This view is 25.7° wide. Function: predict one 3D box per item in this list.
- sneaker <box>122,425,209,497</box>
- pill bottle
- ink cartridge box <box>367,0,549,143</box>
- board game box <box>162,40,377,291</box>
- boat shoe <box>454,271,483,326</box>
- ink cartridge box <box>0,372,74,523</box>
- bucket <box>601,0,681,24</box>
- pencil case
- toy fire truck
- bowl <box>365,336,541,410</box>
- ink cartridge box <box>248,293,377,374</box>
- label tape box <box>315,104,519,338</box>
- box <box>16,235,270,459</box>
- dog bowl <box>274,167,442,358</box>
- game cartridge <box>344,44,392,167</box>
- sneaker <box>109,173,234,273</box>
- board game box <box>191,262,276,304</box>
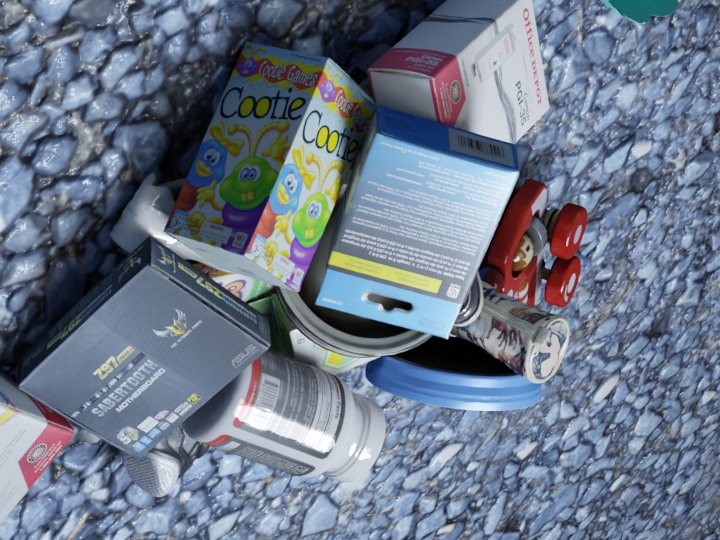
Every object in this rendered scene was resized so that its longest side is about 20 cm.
[{"bbox_3d":[-0.202,0.137,1.685,0.114,0.075,0.200,-35,136,-42],"label":"sneaker"},{"bbox_3d":[-0.079,0.150,1.645,0.200,0.116,0.116,25,105,-34],"label":"pill bottle"},{"bbox_3d":[0.104,-0.185,1.602,0.200,0.083,0.147,-45,133,-39],"label":"ink cartridge box"},{"bbox_3d":[-0.084,-0.099,1.488,0.103,0.105,0.200,37,72,-55],"label":"board game box"},{"bbox_3d":[0.065,-0.027,1.697,0.073,0.200,0.063,-35,152,17],"label":"boat shoe"},{"bbox_3d":[-0.392,0.159,1.484,0.146,0.083,0.200,-49,146,4],"label":"ink cartridge box"},{"bbox_3d":[0.282,-0.373,1.640,0.207,0.135,0.207,-28,140,-26],"label":"bucket"},{"bbox_3d":[0.142,0.051,1.742,0.078,0.200,0.089,-57,142,-5],"label":"pencil case"},{"bbox_3d":[0.186,0.000,1.878,0.168,0.112,0.200,-55,155,-39],"label":"toy fire truck"},{"bbox_3d":[0.106,0.112,1.779,0.201,0.201,0.039,-4,105,-45],"label":"bowl"},{"bbox_3d":[-0.037,0.061,1.698,0.200,0.059,0.104,-20,142,-11],"label":"ink cartridge box"},{"bbox_3d":[0.051,-0.046,1.530,0.144,0.063,0.200,15,121,-10],"label":"label tape box"},{"bbox_3d":[-0.211,0.079,1.532,0.200,0.051,0.158,-40,122,20],"label":"box"},{"bbox_3d":[0.000,0.000,1.609,0.200,0.200,0.074,-31,172,-22],"label":"dog bowl"},{"bbox_3d":[-0.022,-0.130,1.642,0.200,0.041,0.133,-43,142,-7],"label":"game cartridge"},{"bbox_3d":[-0.149,-0.047,1.556,0.200,0.070,0.080,5,117,-49],"label":"sneaker"},{"bbox_3d":[-0.139,0.019,1.647,0.200,0.030,0.096,-9,150,-39],"label":"board game box"}]
